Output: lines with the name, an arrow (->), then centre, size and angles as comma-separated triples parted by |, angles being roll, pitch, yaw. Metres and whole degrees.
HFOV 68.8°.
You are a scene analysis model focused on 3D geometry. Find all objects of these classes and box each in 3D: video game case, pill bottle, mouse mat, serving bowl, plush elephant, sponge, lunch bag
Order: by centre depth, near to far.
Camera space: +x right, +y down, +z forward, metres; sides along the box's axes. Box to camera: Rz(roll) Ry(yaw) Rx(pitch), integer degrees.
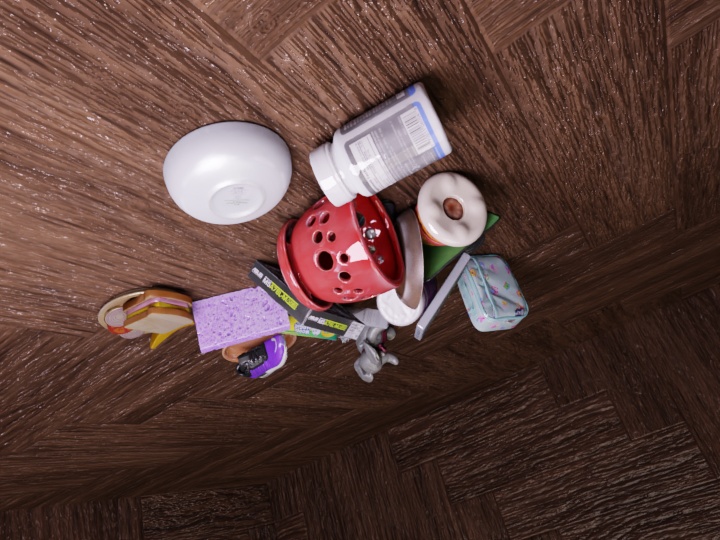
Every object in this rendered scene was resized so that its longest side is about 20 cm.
pill bottle -> 0.029, -0.185, 0.800 | 0.198, 0.115, 0.114 | -26, 153, 15
serving bowl -> -0.196, -0.132, 0.808 | 0.197, 0.067, 0.201 | -15, 152, -8
mouse mat -> 0.181, -0.059, 1.077 | 0.199, 0.161, 0.008 | -39, 109, 1
sponge -> -0.261, 0.099, 1.150 | 0.197, 0.113, 0.030 | -14, 155, -11
video game case -> 0.191, 0.067, 1.249 | 0.201, 0.022, 0.183 | -56, 168, -10
pill bottle -> 0.120, 0.052, 1.250 | 0.112, 0.113, 0.200 | -32, 178, 26
lunch bag -> 0.334, 0.057, 1.359 | 0.158, 0.203, 0.077 | 0, 147, -29
plush elephant -> 0.044, 0.231, 1.545 | 0.197, 0.157, 0.165 | -10, 152, -18

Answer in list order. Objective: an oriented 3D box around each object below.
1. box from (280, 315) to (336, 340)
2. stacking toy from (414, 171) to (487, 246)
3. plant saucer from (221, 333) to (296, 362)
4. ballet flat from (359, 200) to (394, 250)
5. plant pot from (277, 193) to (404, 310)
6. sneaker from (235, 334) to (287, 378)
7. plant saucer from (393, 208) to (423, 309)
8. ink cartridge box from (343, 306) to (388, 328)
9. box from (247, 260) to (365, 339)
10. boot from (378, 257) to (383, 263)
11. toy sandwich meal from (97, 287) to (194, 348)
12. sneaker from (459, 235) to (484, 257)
box -> -0.165, 0.133, 1.275 | 0.198, 0.049, 0.117 | 15, 170, -33
stacking toy -> 0.151, -0.095, 1.066 | 0.144, 0.149, 0.200 | -8, 167, -20
plant saucer -> -0.269, 0.185, 1.391 | 0.197, 0.038, 0.201 | -16, 153, -8
ballet flat -> 0.010, -0.058, 1.079 | 0.072, 0.074, 0.200 | 7, 144, -41
plant pot -> -0.041, -0.035, 0.948 | 0.180, 0.203, 0.200 | -21, 154, 19
sneaker -> -0.263, 0.229, 1.358 | 0.098, 0.070, 0.200 | 5, 144, -35
plant saucer -> 0.088, -0.022, 1.055 | 0.031, 0.203, 0.201 | -4, 152, -6
ink cartridge box -> -0.052, 0.106, 1.302 | 0.198, 0.058, 0.161 | 19, 167, -36
box -> -0.110, 0.064, 1.105 | 0.048, 0.193, 0.199 | -56, 144, 6
boot -> 0.000, 0.000, 1.185 | 0.198, 0.073, 0.144 | 1, 147, -49
toy sandwich meal -> -0.435, 0.103, 1.088 | 0.202, 0.071, 0.206 | -15, 153, -8
sneaker -> 0.186, -0.061, 1.196 | 0.197, 0.061, 0.104 | -20, 158, 9
